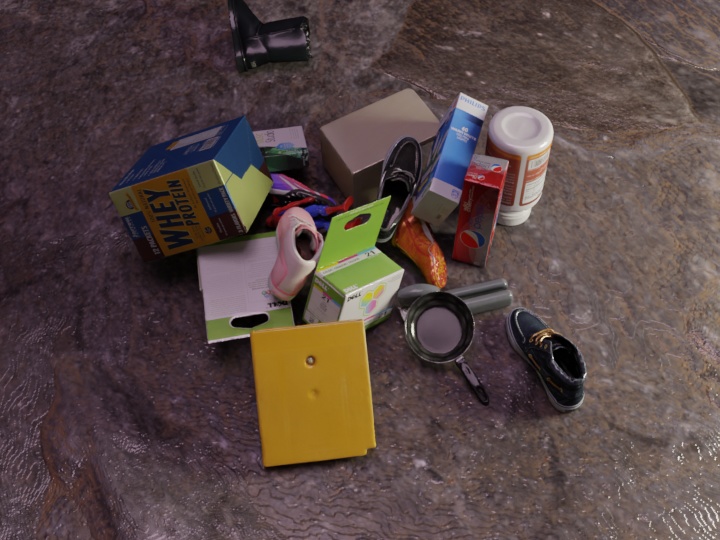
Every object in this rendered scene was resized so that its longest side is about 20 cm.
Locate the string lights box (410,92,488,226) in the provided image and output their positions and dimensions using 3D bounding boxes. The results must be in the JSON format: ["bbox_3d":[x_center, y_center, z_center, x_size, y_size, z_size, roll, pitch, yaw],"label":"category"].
[{"bbox_3d":[0.153,-0.190,1.618,0.058,0.103,0.203,22,66,-8],"label":"string lights box"}]

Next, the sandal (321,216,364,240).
[{"bbox_3d":[-0.033,-0.033,1.617,0.079,0.055,0.201,-16,24,14],"label":"sandal"}]

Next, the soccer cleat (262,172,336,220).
[{"bbox_3d":[-0.130,-0.144,1.719,0.196,0.069,0.074,12,49,14],"label":"soccer cleat"}]

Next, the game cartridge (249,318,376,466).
[{"bbox_3d":[-0.070,0.182,1.410,0.173,0.032,0.204,-5,93,-3],"label":"game cartridge"}]

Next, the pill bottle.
[{"bbox_3d":[0.269,-0.177,1.650,0.110,0.202,0.114,0,51,0],"label":"pill bottle"}]

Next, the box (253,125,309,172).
[{"bbox_3d":[-0.198,-0.222,1.767,0.196,0.037,0.145,-9,28,-5],"label":"box"}]

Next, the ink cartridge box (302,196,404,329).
[{"bbox_3d":[0.000,0.000,1.492,0.075,0.202,0.147,38,40,27],"label":"ink cartridge box"}]

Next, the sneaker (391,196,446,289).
[{"bbox_3d":[0.099,-0.039,1.642,0.076,0.073,0.202,-26,49,8],"label":"sneaker"}]

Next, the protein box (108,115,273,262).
[{"bbox_3d":[-0.280,-0.141,1.596,0.197,0.137,0.199,-15,26,18],"label":"protein box"}]

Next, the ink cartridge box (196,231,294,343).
[{"bbox_3d":[-0.188,0.044,1.556,0.145,0.076,0.203,-8,54,-6],"label":"ink cartridge box"}]

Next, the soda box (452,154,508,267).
[{"bbox_3d":[0.200,-0.099,1.588,0.062,0.202,0.071,15,52,11],"label":"soda box"}]

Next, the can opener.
[{"bbox_3d":[0.158,0.049,1.565,0.196,0.067,0.053,-9,50,-12],"label":"can opener"}]

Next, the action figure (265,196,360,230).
[{"bbox_3d":[-0.090,-0.092,1.650,0.197,0.066,0.052,-4,34,35],"label":"action figure"}]

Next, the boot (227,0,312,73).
[{"bbox_3d":[-0.191,-0.511,1.998,0.165,0.077,0.203,-11,59,-3],"label":"boot"}]

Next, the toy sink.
[{"bbox_3d":[0.041,-0.225,1.748,0.198,0.113,0.131,-27,60,-15],"label":"toy sink"}]

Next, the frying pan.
[{"bbox_3d":[0.156,0.114,1.508,0.189,0.031,0.116,36,80,9],"label":"frying pan"}]

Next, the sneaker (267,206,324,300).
[{"bbox_3d":[-0.093,-0.052,1.524,0.074,0.105,0.202,25,40,-15],"label":"sneaker"}]

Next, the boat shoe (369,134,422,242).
[{"bbox_3d":[0.068,-0.145,1.623,0.071,0.071,0.203,18,75,-10],"label":"boat shoe"}]

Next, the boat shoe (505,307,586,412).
[{"bbox_3d":[0.297,0.118,1.486,0.070,0.092,0.202,-19,54,-14],"label":"boat shoe"}]
